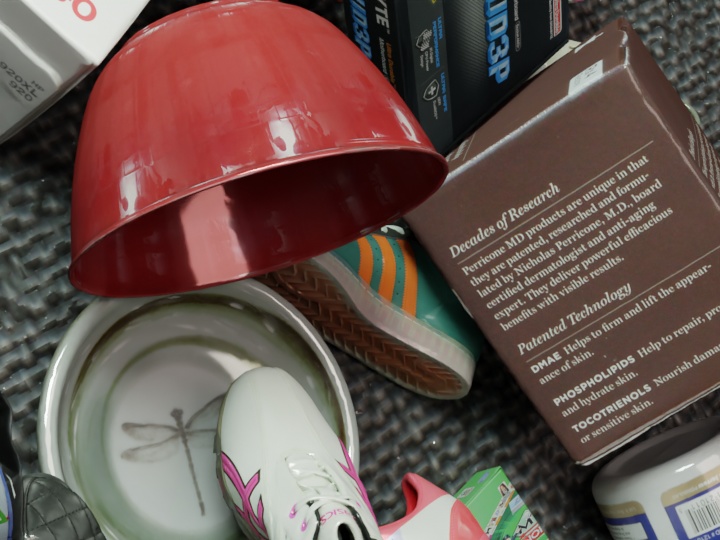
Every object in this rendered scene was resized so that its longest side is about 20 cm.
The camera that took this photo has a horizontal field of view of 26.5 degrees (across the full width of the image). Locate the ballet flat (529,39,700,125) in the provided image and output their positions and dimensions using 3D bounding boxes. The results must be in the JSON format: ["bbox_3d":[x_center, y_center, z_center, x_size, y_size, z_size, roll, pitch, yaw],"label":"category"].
[{"bbox_3d":[0.165,-0.136,1.107,0.200,0.064,0.068,22,64,-28],"label":"ballet flat"}]

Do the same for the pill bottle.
[{"bbox_3d":[0.245,0.208,1.025,0.116,0.116,0.200,-25,91,-37],"label":"pill bottle"}]

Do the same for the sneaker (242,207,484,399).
[{"bbox_3d":[0.000,0.000,0.950,0.200,0.071,0.080,37,55,-28],"label":"sneaker"}]

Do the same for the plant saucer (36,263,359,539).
[{"bbox_3d":[-0.095,0.098,0.861,0.200,0.050,0.201,11,69,-31],"label":"plant saucer"}]

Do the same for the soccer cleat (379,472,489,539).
[{"bbox_3d":[-0.005,0.194,0.859,0.076,0.067,0.200,44,55,11],"label":"soccer cleat"}]

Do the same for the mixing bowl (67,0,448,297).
[{"bbox_3d":[-0.064,-0.070,0.784,0.200,0.200,0.109,-9,76,-36],"label":"mixing bowl"}]

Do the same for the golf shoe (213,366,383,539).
[{"bbox_3d":[-0.019,0.131,0.795,0.072,0.092,0.200,-8,61,-27],"label":"golf shoe"}]

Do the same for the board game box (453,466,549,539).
[{"bbox_3d":[0.059,0.235,0.940,0.200,0.029,0.135,-40,99,-36],"label":"board game box"}]

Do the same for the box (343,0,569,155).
[{"bbox_3d":[0.059,-0.174,0.906,0.046,0.200,0.159,32,60,29],"label":"box"}]

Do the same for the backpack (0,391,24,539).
[{"bbox_3d":[-0.238,0.062,0.691,0.154,0.200,0.191,-26,95,-29],"label":"backpack"}]

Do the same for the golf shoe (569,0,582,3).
[{"bbox_3d":[0.090,-0.189,1.064,0.200,0.091,0.075,-33,110,-27],"label":"golf shoe"}]

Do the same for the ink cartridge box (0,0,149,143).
[{"bbox_3d":[-0.176,-0.199,0.836,0.147,0.145,0.200,42,56,-17],"label":"ink cartridge box"}]

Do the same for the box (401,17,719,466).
[{"bbox_3d":[0.153,-0.022,0.965,0.200,0.164,0.166,54,19,-9],"label":"box"}]

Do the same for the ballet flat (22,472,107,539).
[{"bbox_3d":[-0.134,0.190,0.772,0.057,0.066,0.200,-90,158,-62],"label":"ballet flat"}]
